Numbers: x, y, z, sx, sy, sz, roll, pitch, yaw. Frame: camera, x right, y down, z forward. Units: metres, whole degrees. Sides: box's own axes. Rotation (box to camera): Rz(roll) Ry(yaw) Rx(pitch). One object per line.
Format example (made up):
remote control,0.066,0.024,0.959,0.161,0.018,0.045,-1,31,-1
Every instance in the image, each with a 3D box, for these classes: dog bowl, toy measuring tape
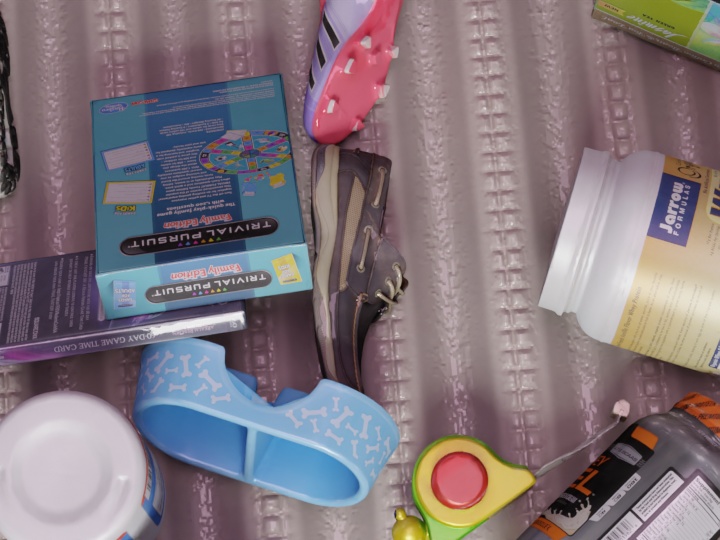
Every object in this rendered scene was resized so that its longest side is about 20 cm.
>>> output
dog bowl,-0.073,0.113,1.425,0.198,0.112,0.050,18,58,5
toy measuring tape,0.102,0.134,1.448,0.199,0.074,0.074,-34,78,-8

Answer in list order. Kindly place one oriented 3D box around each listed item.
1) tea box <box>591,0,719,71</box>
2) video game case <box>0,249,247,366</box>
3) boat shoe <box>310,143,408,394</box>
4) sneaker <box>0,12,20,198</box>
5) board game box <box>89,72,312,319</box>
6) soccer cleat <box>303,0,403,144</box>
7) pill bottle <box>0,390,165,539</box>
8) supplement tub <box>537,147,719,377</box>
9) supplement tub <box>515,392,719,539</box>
tea box,0.279,-0.283,1.485,0.133,0.197,0.201,23,76,5
video game case,-0.184,0.019,1.451,0.198,0.143,0.019,-8,116,-2
boat shoe,0.000,0.000,1.479,0.073,0.075,0.202,-2,77,0
sneaker,-0.318,-0.152,1.517,0.089,0.078,0.202,-8,76,2
board game box,-0.120,-0.058,1.457,0.150,0.047,0.201,-8,43,-1
soccer cleat,-0.008,-0.193,1.541,0.076,0.067,0.201,14,80,36
pill bottle,-0.194,0.155,1.375,0.111,0.200,0.113,0,75,0
supplement tub,0.240,-0.004,1.442,0.198,0.144,0.145,17,76,4
supplement tub,0.199,0.189,1.406,0.200,0.123,0.123,-43,79,-10
